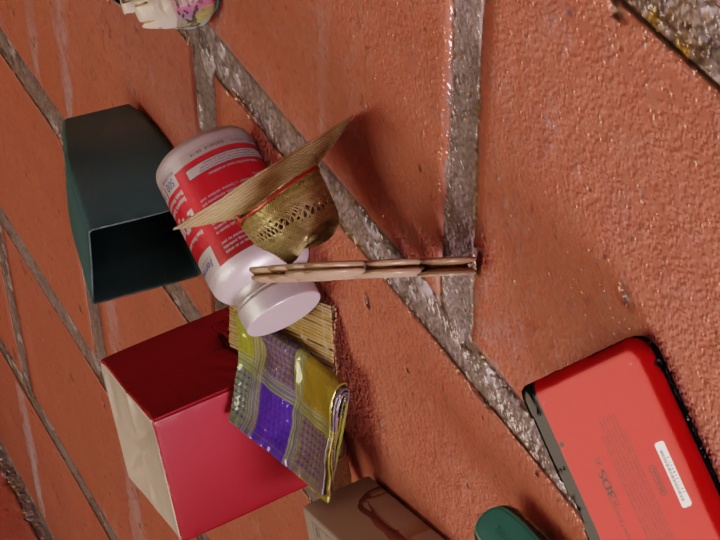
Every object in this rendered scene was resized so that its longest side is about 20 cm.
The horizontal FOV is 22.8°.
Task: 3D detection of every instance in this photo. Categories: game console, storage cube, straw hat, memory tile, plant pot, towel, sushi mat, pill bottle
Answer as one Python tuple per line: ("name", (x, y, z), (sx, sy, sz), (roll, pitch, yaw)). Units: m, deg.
("game console", (0.212, 0.157, 1.341), (0.172, 0.118, 0.201), (-29, 82, 37))
("storage cube", (-0.179, 0.174, 2.086), (0.171, 0.179, 0.202), (38, 145, 52))
("straw hat", (-0.066, -0.053, 1.605), (0.085, 0.200, 0.201), (57, 159, -4))
("memory tile", (0.000, 0.000, 1.528), (0.200, 0.152, 0.017), (176, 92, -69))
("plant pot", (-0.290, -0.094, 2.169), (0.142, 0.140, 0.201), (97, 152, -51))
("towel", (-0.079, 0.142, 1.892), (0.200, 0.023, 0.145), (36, 127, 43))
("sushi mat", (-0.085, 0.061, 1.907), (0.199, 0.012, 0.097), (20, 114, 50))
("pill bottle", (-0.122, -0.039, 1.836), (0.201, 0.112, 0.112), (61, 158, 18))

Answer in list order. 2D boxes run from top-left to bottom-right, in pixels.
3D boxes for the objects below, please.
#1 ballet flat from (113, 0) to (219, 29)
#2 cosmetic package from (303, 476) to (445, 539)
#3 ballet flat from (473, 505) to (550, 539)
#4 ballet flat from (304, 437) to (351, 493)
("ballet flat", (-0.214, -0.285, 1.883), (0.200, 0.071, 0.070), (24, 131, 61))
("cosmetic package", (0.029, 0.306, 1.828), (0.200, 0.087, 0.104), (33, 141, 55))
("ballet flat", (0.167, 0.273, 1.510), (0.200, 0.070, 0.071), (43, 148, 47))
("ballet flat", (-0.061, 0.154, 1.942), (0.201, 0.067, 0.062), (61, 144, 16))
